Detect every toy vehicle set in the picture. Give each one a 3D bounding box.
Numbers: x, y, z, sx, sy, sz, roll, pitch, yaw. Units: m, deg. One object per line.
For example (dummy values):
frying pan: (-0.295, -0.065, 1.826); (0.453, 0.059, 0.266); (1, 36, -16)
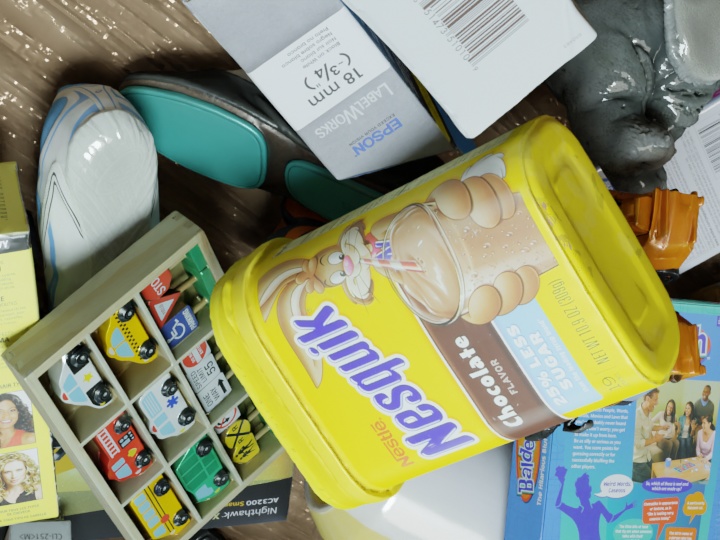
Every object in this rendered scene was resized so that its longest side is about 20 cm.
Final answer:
toy vehicle set: (-0.113, 0.074, 0.886); (0.124, 0.026, 0.201); (-42, 141, -18)

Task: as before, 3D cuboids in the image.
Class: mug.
mug: (0.041, 0.169, 1.042); (0.153, 0.188, 0.149); (27, 158, -24)

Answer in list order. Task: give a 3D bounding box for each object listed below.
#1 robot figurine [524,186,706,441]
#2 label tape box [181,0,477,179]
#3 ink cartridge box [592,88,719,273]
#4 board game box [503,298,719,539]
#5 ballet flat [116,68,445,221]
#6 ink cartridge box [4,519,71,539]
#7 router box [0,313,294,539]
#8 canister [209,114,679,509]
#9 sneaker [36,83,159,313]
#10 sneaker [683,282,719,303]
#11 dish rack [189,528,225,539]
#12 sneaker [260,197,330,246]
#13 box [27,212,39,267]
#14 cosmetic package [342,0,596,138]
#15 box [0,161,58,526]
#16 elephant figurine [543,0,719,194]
robot figurine: (0.118, 0.020, 0.880); (0.058, 0.146, 0.200); (8, 166, -27)
label tape box: (-0.021, -0.122, 0.802); (0.063, 0.145, 0.200); (-34, 129, 11)
ink cartridge box: (0.189, -0.047, 0.996); (0.199, 0.042, 0.120); (-31, 130, 5)
board game box: (0.171, 0.116, 0.998); (0.151, 0.045, 0.202); (6, 92, -28)
ballet flat: (-0.040, -0.073, 0.874); (0.199, 0.069, 0.068); (26, 143, 6)
ink cartridge box: (-0.221, 0.279, 0.997); (0.043, 0.175, 0.200); (4, 148, -20)
router box: (-0.141, 0.100, 0.999); (0.198, 0.052, 0.158); (-4, 128, -14)
canister: (0.042, 0.025, 0.779); (0.199, 0.087, 0.149); (-26, 104, 33)
sneaker: (-0.151, -0.011, 0.880); (0.071, 0.073, 0.201); (-5, 120, -23)
sneaker: (0.288, 0.024, 1.061); (0.087, 0.076, 0.200); (-9, 153, -50)
dish rack: (-0.055, 0.268, 1.068); (0.055, 0.200, 0.153); (-44, 128, 1)
sneaker: (0.000, 0.000, 0.956); (0.078, 0.112, 0.200); (-61, 157, -2)
box: (-0.306, 0.013, 0.879); (0.157, 0.051, 0.200); (30, 113, -36)
cosmetic package: (0.026, -0.170, 0.744); (0.081, 0.200, 0.113); (-38, 126, 12)
box: (-0.202, 0.045, 0.857); (0.050, 0.075, 0.201); (-8, 127, -14)
elephant figurine: (0.205, -0.140, 0.873); (0.199, 0.142, 0.155); (-33, 144, 18)
